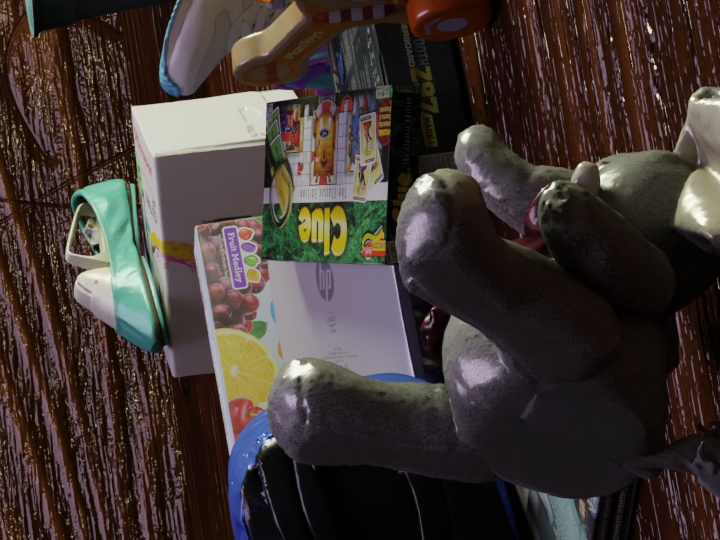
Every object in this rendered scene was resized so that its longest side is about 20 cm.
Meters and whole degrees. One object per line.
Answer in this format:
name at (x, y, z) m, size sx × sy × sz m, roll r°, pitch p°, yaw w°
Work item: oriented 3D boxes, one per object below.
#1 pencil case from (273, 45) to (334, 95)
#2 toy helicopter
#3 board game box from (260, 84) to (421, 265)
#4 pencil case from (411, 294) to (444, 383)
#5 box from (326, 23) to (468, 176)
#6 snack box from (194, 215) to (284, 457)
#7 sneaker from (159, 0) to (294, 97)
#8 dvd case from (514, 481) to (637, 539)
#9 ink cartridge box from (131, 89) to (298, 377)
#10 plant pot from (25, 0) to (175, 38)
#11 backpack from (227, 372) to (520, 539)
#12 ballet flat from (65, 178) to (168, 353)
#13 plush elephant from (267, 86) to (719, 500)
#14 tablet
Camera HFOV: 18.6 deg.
pencil case at (-0.036, -0.224, 1.522) m, size 0.092 × 0.085 × 0.200 m, roll 128°, pitch 134°, yaw -76°
toy helicopter at (-0.025, -0.151, 1.254) m, size 0.200 × 0.132 × 0.079 m, roll -33°, pitch 62°, yaw 54°
board game box at (-0.015, -0.055, 1.331) m, size 0.200 × 0.023 × 0.105 m, roll -179°, pitch 88°, yaw -67°
pencil case at (0.000, 0.000, 1.473) m, size 0.085 × 0.084 × 0.200 m, roll 31°, pitch -139°, yaw -58°
box at (0.024, -0.099, 1.374) m, size 0.158 × 0.051 × 0.200 m, roll 119°, pitch 142°, yaw -71°
snack box at (-0.030, 0.057, 1.521) m, size 0.053 × 0.142 × 0.200 m, roll 104°, pitch 155°, yaw -66°
sneaker at (-0.061, -0.192, 1.428) m, size 0.200 × 0.081 × 0.077 m, roll -56°, pitch 0°, yaw -12°
dvd case at (0.108, 0.080, 1.125) m, size 0.146 × 0.022 × 0.200 m, roll -108°, pitch 16°, yaw -46°
ink cartridge box at (-0.108, -0.036, 1.867) m, size 0.147 × 0.146 × 0.200 m, roll -122°, pitch 27°, yaw -66°
plant pot at (-0.280, -0.370, 2.436) m, size 0.200 × 0.196 × 0.201 m, roll 172°, pitch 90°, yaw -80°
backpack at (0.004, 0.160, 1.252) m, size 0.168 × 0.162 × 0.200 m, roll -163°, pitch 52°, yaw -78°
ballet flat at (-0.212, 0.000, 1.859) m, size 0.200 × 0.070 × 0.067 m, roll -109°, pitch 15°, yaw -44°
plush elephant at (0.085, 0.001, 0.871) m, size 0.165 × 0.200 × 0.155 m, roll 115°, pitch 171°, yaw -48°
tablet at (-0.014, 0.026, 1.385) m, size 0.200 × 0.014 × 0.130 m, roll -13°, pitch 86°, yaw 65°
